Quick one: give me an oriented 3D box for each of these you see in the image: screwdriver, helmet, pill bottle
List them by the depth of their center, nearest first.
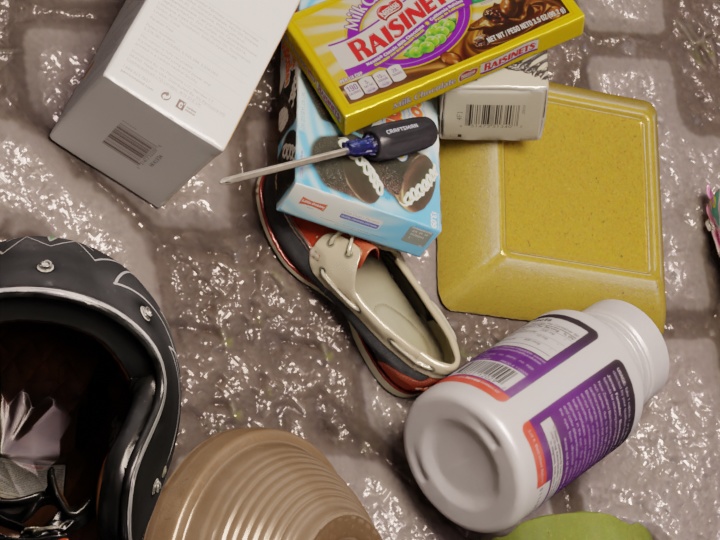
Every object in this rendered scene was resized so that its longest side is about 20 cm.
[{"bbox_3d":[-0.201,0.078,1.363,0.199,0.200,0.192,10,73,-23],"label":"helmet"},{"bbox_3d":[-0.022,-0.083,1.501,0.199,0.028,0.029,-10,90,-42],"label":"screwdriver"},{"bbox_3d":[0.132,0.096,1.567,0.199,0.111,0.112,-30,87,-41],"label":"pill bottle"}]

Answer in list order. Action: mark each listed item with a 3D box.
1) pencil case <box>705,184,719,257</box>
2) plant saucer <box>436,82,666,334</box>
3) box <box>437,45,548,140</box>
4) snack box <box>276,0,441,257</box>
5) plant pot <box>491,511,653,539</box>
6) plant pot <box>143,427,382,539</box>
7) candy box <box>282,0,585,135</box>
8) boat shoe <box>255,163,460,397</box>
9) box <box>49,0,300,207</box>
[{"bbox_3d":[0.323,0.022,1.712,0.087,0.087,0.202,0,72,-26],"label":"pencil case"},{"bbox_3d":[0.156,-0.060,1.675,0.198,0.048,0.202,9,69,-24],"label":"plant saucer"},{"bbox_3d":[0.098,-0.197,1.645,0.081,0.069,0.201,0,58,-1],"label":"box"},{"bbox_3d":[-0.001,-0.111,1.588,0.115,0.037,0.201,17,48,-21],"label":"snack box"},{"bbox_3d":[0.151,0.274,1.495,0.199,0.200,0.191,10,58,-23],"label":"plant pot"},{"bbox_3d":[-0.044,0.202,1.413,0.200,0.092,0.203,4,85,-52],"label":"plant pot"},{"bbox_3d":[0.051,-0.175,1.574,0.199,0.026,0.103,-24,59,-17],"label":"candy box"},{"bbox_3d":[0.000,0.000,1.570,0.071,0.063,0.201,-34,88,-29],"label":"boat shoe"},{"bbox_3d":[-0.117,-0.165,1.532,0.097,0.124,0.201,32,63,-13],"label":"box"}]
